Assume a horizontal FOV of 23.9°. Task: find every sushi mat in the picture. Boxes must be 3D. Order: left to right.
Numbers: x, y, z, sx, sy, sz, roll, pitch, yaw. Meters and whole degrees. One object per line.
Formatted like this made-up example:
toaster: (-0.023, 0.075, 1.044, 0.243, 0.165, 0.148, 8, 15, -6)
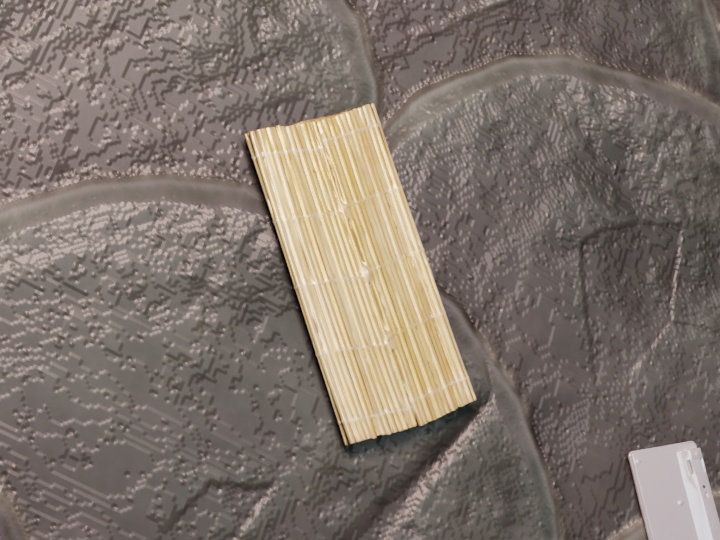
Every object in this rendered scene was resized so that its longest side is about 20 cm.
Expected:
sushi mat: (0.000, 0.000, 1.028, 0.095, 0.012, 0.202, -13, 80, -33)

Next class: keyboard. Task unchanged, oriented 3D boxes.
keyboard: (0.216, 0.209, 1.077, 0.056, 0.011, 0.202, -7, 76, -25)
